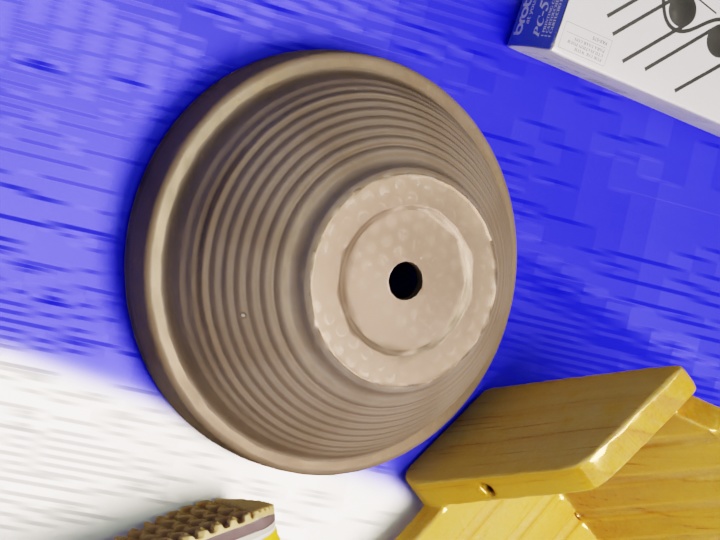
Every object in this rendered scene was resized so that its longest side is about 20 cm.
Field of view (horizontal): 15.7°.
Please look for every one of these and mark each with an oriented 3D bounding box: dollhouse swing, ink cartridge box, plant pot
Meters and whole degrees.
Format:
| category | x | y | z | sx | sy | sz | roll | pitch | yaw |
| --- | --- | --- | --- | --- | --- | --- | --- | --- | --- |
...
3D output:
| category | x | y | z | sx | sy | sz | roll | pitch | yaw |
| --- | --- | --- | --- | --- | --- | --- | --- | --- | --- |
| dollhouse swing | 0.109 | 0.182 | 1.247 | 0.200 | 0.181 | 0.176 | 54 | 51 | -23 |
| ink cartridge box | 0.177 | -0.122 | 1.309 | 0.200 | 0.044 | 0.094 | 20 | 88 | -29 |
| plant pot | 0.000 | 0.000 | 1.202 | 0.200 | 0.093 | 0.202 | -4 | 98 | -29 |

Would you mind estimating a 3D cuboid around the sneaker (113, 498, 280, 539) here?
| category | x | y | z | sx | sy | sz | roll | pitch | yaw |
| --- | --- | --- | --- | --- | --- | --- | --- | --- | --- |
| sneaker | -0.115 | 0.173 | 1.169 | 0.200 | 0.075 | 0.090 | -19 | 99 | -24 |
